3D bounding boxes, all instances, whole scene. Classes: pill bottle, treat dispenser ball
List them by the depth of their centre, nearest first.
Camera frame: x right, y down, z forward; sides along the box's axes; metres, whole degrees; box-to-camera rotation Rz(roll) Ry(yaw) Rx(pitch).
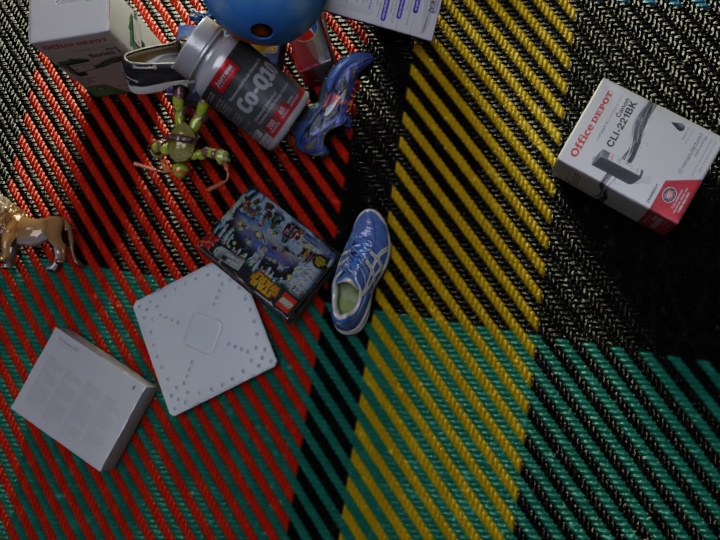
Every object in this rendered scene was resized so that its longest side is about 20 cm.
[{"bbox_3d":[-0.140,-0.436,1.029,0.196,0.201,0.206,-2,80,10],"label":"treat dispenser ball"},{"bbox_3d":[-0.188,-0.295,1.110,0.198,0.114,0.115,36,87,-15],"label":"pill bottle"}]

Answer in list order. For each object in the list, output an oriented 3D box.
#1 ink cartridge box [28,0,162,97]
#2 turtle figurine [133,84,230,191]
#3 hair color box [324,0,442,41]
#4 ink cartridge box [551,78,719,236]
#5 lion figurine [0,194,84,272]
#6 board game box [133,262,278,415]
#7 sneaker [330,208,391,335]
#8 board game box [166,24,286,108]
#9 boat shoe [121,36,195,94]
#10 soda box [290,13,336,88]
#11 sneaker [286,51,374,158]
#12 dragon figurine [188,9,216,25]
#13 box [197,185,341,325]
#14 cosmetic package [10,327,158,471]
[{"bbox_3d":[-0.436,-0.380,1.180,0.142,0.200,0.087,-6,79,10],"label":"ink cartridge box"},{"bbox_3d":[-0.302,-0.226,1.182,0.196,0.064,0.165,10,91,24],"label":"turtle figurine"},{"bbox_3d":[0.033,-0.450,1.128,0.195,0.065,0.112,13,106,-9],"label":"hair color box"},{"bbox_3d":[0.409,-0.170,1.052,0.198,0.084,0.146,31,88,14],"label":"ink cartridge box"},{"bbox_3d":[-0.572,-0.066,1.228,0.195,0.073,0.125,5,71,-4],"label":"lion figurine"},{"bbox_3d":[-0.255,0.104,1.156,0.197,0.026,0.203,-26,77,6],"label":"board game box"},{"bbox_3d":[0.000,0.000,1.101,0.074,0.077,0.205,10,81,13],"label":"sneaker"},{"bbox_3d":[-0.232,-0.352,1.223,0.195,0.034,0.139,7,83,11],"label":"board game box"},{"bbox_3d":[-0.293,-0.350,1.157,0.196,0.061,0.075,-17,52,-12],"label":"boat shoe"},{"bbox_3d":[-0.093,-0.422,1.192,0.062,0.070,0.204,-17,78,9],"label":"soda box"},{"bbox_3d":[-0.036,-0.272,1.164,0.078,0.075,0.202,37,96,5],"label":"sneaker"},{"bbox_3d":[-0.191,-0.444,1.175,0.195,0.059,0.102,5,95,14],"label":"dragon figurine"},{"bbox_3d":[-0.146,-0.027,1.135,0.198,0.040,0.138,36,74,13],"label":"box"},{"bbox_3d":[-0.456,0.210,1.161,0.197,0.052,0.153,29,88,13],"label":"cosmetic package"}]
